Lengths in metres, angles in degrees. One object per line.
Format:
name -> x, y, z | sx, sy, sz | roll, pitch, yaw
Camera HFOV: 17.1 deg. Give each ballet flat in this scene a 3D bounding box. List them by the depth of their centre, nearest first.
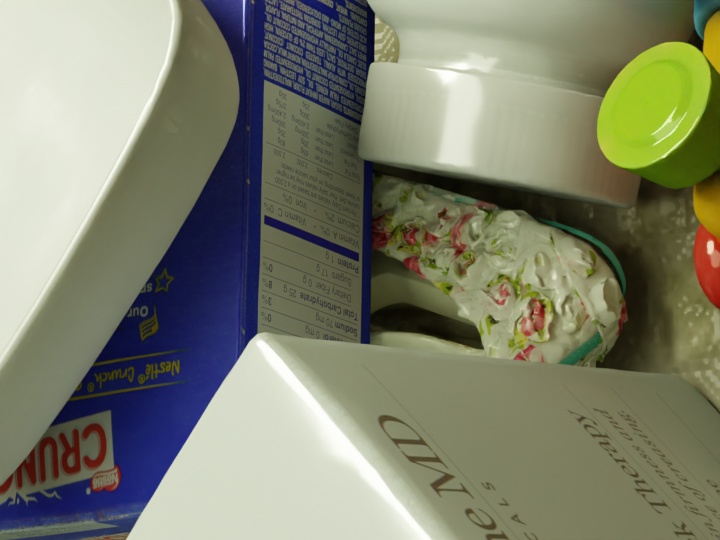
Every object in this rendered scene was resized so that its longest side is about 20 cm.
ballet flat -> 0.000, 0.000, 0.813 | 0.200, 0.076, 0.064 | 14, 56, 43

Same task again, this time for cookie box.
cookie box -> -0.081, -0.008, 0.799 | 0.171, 0.075, 0.201 | -10, 71, 36

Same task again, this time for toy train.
toy train -> 0.110, -0.021, 0.666 | 0.084, 0.116, 0.201 | -13, 60, 41

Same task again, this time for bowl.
bowl -> -0.133, -0.034, 0.745 | 0.200, 0.075, 0.200 | 39, 99, 35

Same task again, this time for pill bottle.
pill bottle -> 0.060, -0.126, 0.756 | 0.109, 0.109, 0.201 | 12, 92, 43

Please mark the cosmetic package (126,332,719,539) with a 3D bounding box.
cosmetic package -> 0.042, 0.137, 0.675 | 0.167, 0.200, 0.167 | 48, 116, 35
